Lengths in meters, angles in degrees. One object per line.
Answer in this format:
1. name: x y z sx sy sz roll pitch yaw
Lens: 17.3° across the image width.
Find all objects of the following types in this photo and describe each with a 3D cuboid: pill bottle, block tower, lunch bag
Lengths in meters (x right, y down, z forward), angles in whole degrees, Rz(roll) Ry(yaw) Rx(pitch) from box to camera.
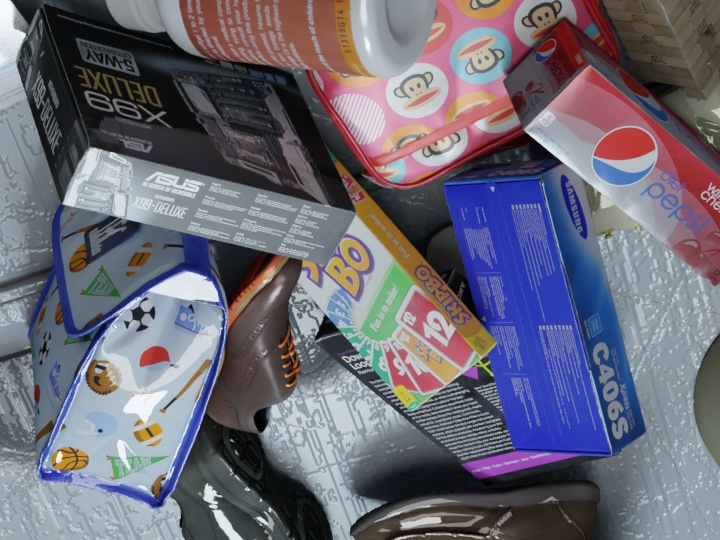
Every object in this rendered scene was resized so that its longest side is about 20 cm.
1. pill bottle: -0.059 -0.187 1.502 0.198 0.112 0.113 8 128 24
2. block tower: 0.189 -0.203 1.566 0.054 0.058 0.201 -52 132 -22
3. lunch bag: -0.158 0.029 1.638 0.123 0.171 0.201 14 123 -21
4. lunch bag: 0.070 -0.147 1.603 0.199 0.082 0.177 -26 127 10

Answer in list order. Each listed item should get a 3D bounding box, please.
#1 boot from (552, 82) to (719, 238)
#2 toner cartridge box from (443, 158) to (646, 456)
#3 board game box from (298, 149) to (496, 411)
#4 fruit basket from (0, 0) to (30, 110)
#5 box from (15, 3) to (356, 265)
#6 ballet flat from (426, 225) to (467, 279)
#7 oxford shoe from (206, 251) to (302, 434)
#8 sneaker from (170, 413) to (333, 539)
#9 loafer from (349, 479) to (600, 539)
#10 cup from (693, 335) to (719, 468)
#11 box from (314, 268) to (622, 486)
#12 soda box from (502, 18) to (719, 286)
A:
1. boot: 0.219 -0.040 1.694 0.153 0.072 0.201 -16 119 4
2. toner cartridge box: 0.127 0.026 1.622 0.095 0.043 0.202 -1 109 46
3. board game box: 0.000 0.000 1.651 0.200 0.030 0.095 51 138 1
4. fruit basket: -0.321 -0.159 1.556 0.184 0.094 0.200 -25 139 10
5. box: -0.116 -0.088 1.546 0.199 0.158 0.050 14 123 -30
6. ballet flat: 0.130 0.039 1.739 0.069 0.070 0.200 -40 119 19
7. oxford shoe: -0.067 0.047 1.689 0.072 0.071 0.200 31 143 2
8. sneaker: -0.089 0.194 1.823 0.090 0.076 0.201 -26 116 22
9. loafer: 0.091 0.205 1.826 0.198 0.073 0.072 -6 81 -3
10. cup: 0.363 0.130 1.780 0.198 0.144 0.202 -3 125 -4
11. box: 0.082 0.082 1.740 0.200 0.036 0.142 40 144 -28
12. soda box: 0.188 -0.077 1.579 0.199 0.070 0.063 36 109 -29
